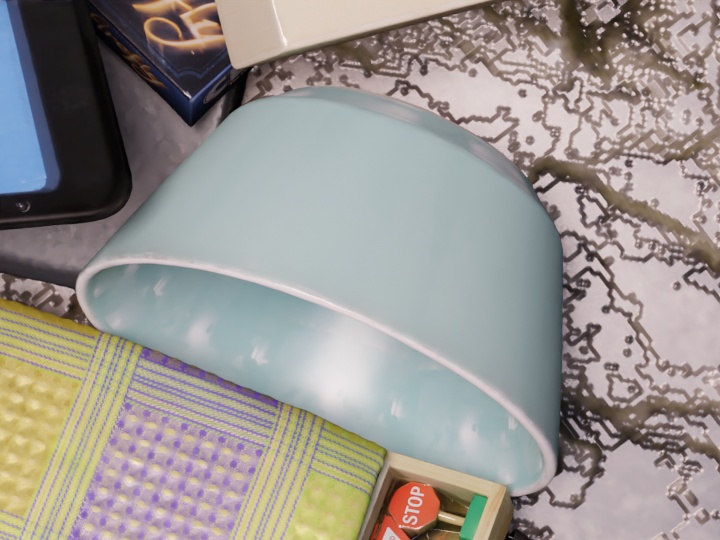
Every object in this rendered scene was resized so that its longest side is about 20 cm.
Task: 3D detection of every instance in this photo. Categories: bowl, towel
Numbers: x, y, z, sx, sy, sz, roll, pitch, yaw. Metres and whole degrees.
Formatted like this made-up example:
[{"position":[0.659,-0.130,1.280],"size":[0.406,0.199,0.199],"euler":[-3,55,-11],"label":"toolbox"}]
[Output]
[{"position":[0.000,0.000,1.054],"size":[0.201,0.201,0.105],"euler":[21,72,5],"label":"bowl"},{"position":[-0.103,0.096,1.049],"size":[0.200,0.023,0.144],"euler":[18,68,5],"label":"towel"}]

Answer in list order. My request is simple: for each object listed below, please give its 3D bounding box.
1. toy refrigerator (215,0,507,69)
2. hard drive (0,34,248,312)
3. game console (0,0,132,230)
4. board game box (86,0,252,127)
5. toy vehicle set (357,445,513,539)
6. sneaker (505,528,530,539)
[{"position":[0.043,-0.139,1.056],"size":[0.200,0.076,0.070],"euler":[-15,93,-17],"label":"toy refrigerator"},{"position":[-0.152,-0.070,1.133],"size":[0.200,0.033,0.140],"euler":[12,91,6],"label":"hard drive"},{"position":[-0.189,-0.110,0.956],"size":[0.200,0.116,0.176],"euler":[-5,112,-18],"label":"game console"},{"position":[-0.091,-0.176,1.103],"size":[0.200,0.035,0.135],"euler":[44,76,7],"label":"board game box"},{"position":[-0.030,0.161,1.050],"size":[0.124,0.027,0.200],"euler":[14,67,17],"label":"toy vehicle set"},{"position":[0.101,0.141,1.089],"size":[0.200,0.071,0.099],"euler":[-26,92,9],"label":"sneaker"}]
